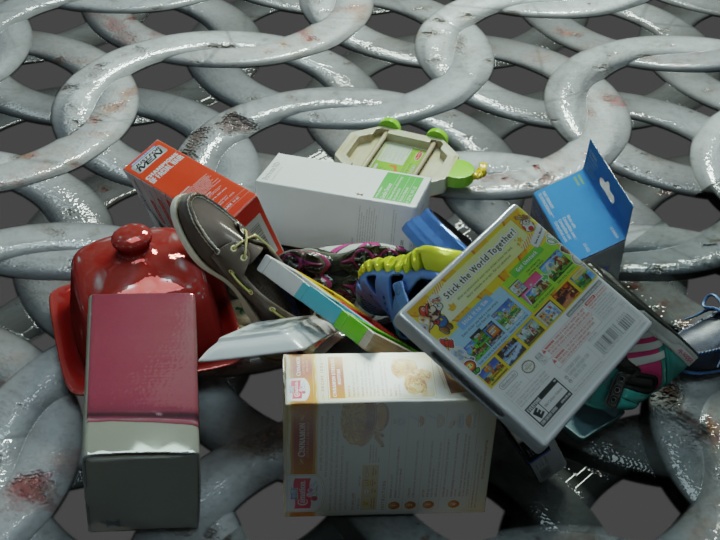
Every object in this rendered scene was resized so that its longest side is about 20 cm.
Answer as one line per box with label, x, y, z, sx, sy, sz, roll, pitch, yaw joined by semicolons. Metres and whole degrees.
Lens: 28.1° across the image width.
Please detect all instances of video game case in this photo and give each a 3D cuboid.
video game case;0.157;0.050;1.364;0.182;0.023;0.200;42;54;9

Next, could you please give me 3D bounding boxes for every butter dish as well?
butter dish;-0.241;0.017;1.566;0.198;0.148;0.200;-11;37;-12

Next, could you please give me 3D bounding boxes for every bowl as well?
bowl;0.132;0.005;1.590;0.039;0.200;0.201;-48;46;6

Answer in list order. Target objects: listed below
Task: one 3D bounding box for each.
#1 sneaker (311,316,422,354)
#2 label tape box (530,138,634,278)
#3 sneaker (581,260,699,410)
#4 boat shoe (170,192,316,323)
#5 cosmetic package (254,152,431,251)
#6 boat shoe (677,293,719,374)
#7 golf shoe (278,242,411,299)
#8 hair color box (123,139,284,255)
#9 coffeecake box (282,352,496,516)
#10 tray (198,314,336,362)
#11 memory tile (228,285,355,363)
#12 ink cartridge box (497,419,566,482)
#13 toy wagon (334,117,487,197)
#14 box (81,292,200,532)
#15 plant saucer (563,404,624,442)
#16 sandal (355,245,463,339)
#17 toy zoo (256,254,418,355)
sneaker;0.029;0.105;1.530;0.199;0.071;0.099;-22;37;-36
label tape box;0.238;-0.024;1.610;0.063;0.201;0.144;-5;36;-11
sneaker;0.256;0.080;1.501;0.121;0.200;0.084;-48;36;7
boat shoe;-0.124;-0.010;1.555;0.059;0.200;0.072;-21;24;43
cosmetic package;-0.023;-0.074;1.754;0.199;0.085;0.108;10;26;8
boat shoe;0.423;0.054;1.625;0.199;0.069;0.084;-23;43;-30
golf shoe;0.000;0.000;1.631;0.199;0.073;0.092;5;10;17
hair color box;-0.183;-0.067;1.696;0.064;0.111;0.200;-44;47;-20
coffeecake box;0.024;0.158;1.386;0.199;0.154;0.073;-1;38;-4
tray;-0.091;0.066;1.463;0.107;0.022;0.200;-8;2;9
memory tile;-0.083;0.039;1.662;0.152;0.017;0.200;5;36;3
ink cartridge box;0.135;0.116;1.471;0.039;0.100;0.200;-33;52;0
toy wagon;0.068;-0.138;1.895;0.199;0.040;0.155;14;38;15
box;-0.211;0.136;1.399;0.108;0.128;0.201;-1;47;-8
plant saucer;0.190;0.121;1.564;0.070;0.019;0.200;-25;44;-33
sandal;0.047;0.030;1.478;0.079;0.088;0.200;12;-12;-19
toy zoo;-0.023;0.042;1.471;0.200;0.021;0.131;35;3;38
